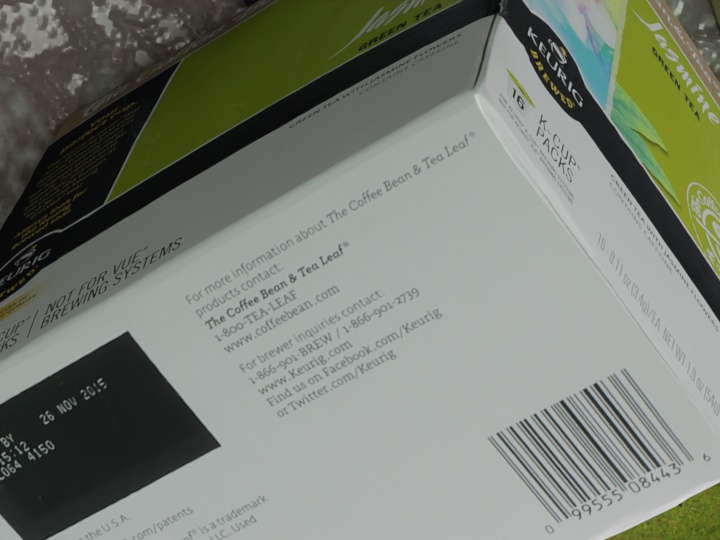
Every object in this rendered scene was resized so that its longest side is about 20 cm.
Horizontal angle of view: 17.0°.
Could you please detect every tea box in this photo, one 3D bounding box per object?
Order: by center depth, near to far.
[{"bbox_3d":[0.000,0.000,0.708,0.200,0.197,0.134,-28,112,24],"label":"tea box"}]

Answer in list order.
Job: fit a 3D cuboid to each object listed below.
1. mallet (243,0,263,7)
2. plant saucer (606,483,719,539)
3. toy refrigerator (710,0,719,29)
[{"bbox_3d":[-0.066,-0.150,0.778,0.200,0.041,0.066,39,93,-15],"label":"mallet"},{"bbox_3d":[0.100,0.037,0.857,0.200,0.048,0.200,26,95,-19],"label":"plant saucer"},{"bbox_3d":[0.146,-0.151,0.811,0.070,0.076,0.200,-24,107,-9],"label":"toy refrigerator"}]
